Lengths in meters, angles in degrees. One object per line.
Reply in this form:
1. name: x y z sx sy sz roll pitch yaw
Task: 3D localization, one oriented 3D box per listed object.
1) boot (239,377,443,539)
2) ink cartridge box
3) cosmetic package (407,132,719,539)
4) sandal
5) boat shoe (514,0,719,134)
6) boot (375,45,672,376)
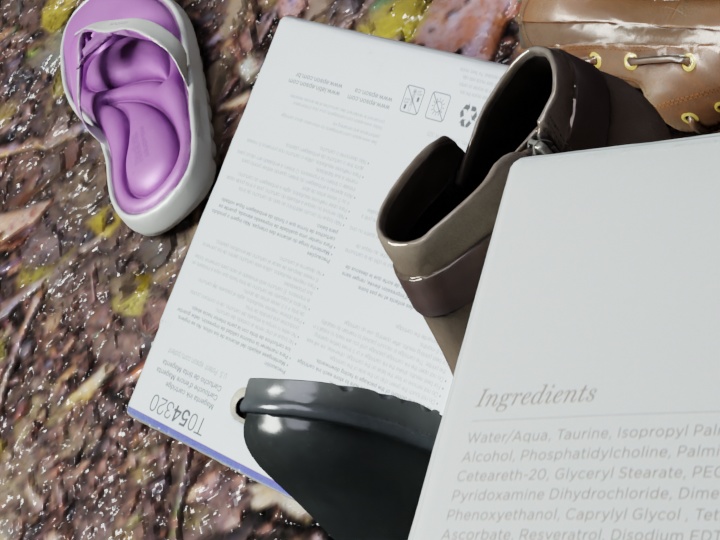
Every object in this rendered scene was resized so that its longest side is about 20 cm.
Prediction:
1. boot: 0.009 0.152 0.673 0.065 0.164 0.202 -5 66 56
2. ink cartridge box: 0.000 0.000 0.892 0.196 0.043 0.202 20 89 47
3. cosmetic package: 0.129 0.083 0.632 0.165 0.167 0.202 -5 57 39
4. sandal: -0.122 -0.100 1.076 0.082 0.050 0.203 -40 42 9
5. boat shoe: 0.147 -0.088 0.830 0.199 0.072 0.068 17 105 39
6. boot: 0.053 0.022 0.760 0.070 0.146 0.201 20 75 45
